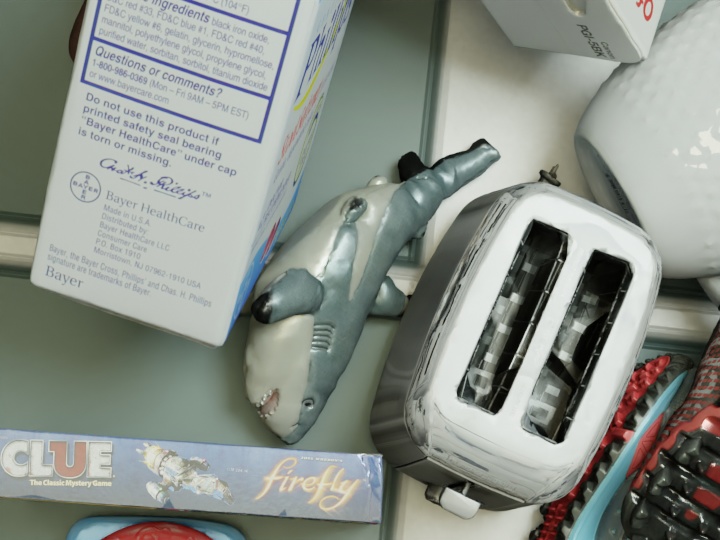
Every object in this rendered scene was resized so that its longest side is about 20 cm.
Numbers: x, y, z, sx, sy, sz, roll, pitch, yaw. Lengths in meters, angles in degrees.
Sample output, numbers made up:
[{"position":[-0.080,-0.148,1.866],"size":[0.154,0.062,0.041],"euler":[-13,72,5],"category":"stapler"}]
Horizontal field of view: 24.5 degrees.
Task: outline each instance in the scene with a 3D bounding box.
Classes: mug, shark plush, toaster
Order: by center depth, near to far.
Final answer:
[{"position":[0.085,0.034,0.873],"size":[0.113,0.129,0.201],"euler":[26,84,-4],"category":"toaster"},{"position":[0.222,-0.055,0.894],"size":[0.174,0.148,0.201],"euler":[-28,105,-2],"category":"mug"},{"position":[0.000,0.000,0.935],"size":[0.083,0.091,0.200],"euler":[49,62,-14],"category":"shark plush"}]

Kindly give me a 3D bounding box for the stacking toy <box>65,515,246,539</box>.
[{"position":[-0.109,0.180,0.820],"size":[0.109,0.200,0.117],"euler":[4,81,0],"category":"stacking toy"}]

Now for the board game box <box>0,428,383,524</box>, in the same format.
[{"position":[-0.088,0.108,0.864],"size":[0.198,0.136,0.035],"euler":[4,82,-1],"category":"board game box"}]

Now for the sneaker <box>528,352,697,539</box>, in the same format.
[{"position":[0.147,0.144,0.903],"size":[0.095,0.079,0.201],"euler":[26,88,-12],"category":"sneaker"}]

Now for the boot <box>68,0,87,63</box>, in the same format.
[{"position":[-0.157,-0.220,0.951],"size":[0.165,0.072,0.201],"euler":[28,82,12],"category":"boot"}]

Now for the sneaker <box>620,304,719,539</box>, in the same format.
[{"position":[0.201,0.061,0.838],"size":[0.071,0.098,0.201],"euler":[32,107,-9],"category":"sneaker"}]

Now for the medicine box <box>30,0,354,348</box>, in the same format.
[{"position":[-0.073,-0.097,0.831],"size":[0.102,0.182,0.201],"euler":[19,116,1],"category":"medicine box"}]

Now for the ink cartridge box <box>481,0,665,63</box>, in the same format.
[{"position":[0.116,-0.229,0.842],"size":[0.082,0.147,0.201],"euler":[11,72,32],"category":"ink cartridge box"}]
